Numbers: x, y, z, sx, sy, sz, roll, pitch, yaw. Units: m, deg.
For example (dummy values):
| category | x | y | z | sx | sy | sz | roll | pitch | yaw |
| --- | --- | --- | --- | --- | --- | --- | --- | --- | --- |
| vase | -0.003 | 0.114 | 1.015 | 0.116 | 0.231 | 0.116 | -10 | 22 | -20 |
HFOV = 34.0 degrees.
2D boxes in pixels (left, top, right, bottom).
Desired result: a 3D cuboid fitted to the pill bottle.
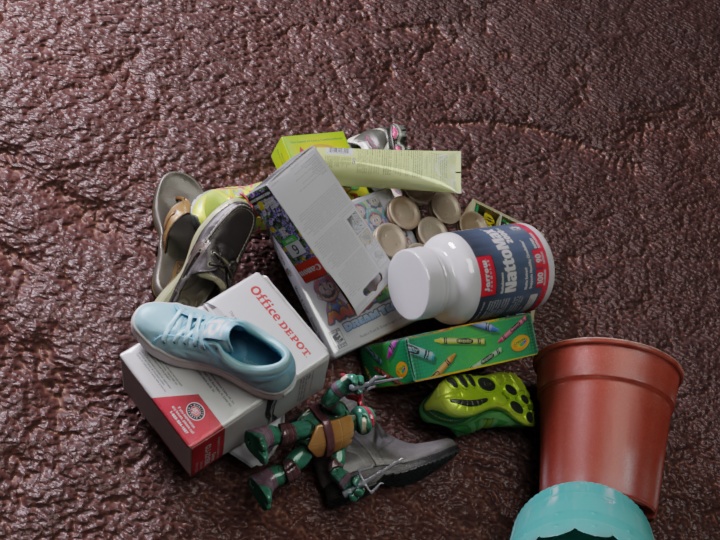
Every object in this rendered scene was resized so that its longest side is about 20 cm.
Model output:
| category | x | y | z | sx | sy | sz | roll | pitch | yaw |
| --- | --- | --- | --- | --- | --- | --- | --- | --- | --- |
| pill bottle | 0.141 | 0.007 | 1.521 | 0.199 | 0.120 | 0.120 | -9 | 65 | -33 |

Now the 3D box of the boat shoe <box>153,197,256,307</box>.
| category | x | y | z | sx | sy | sz | roll | pitch | yaw |
| --- | --- | --- | --- | --- | --- | --- | --- | --- | --- |
| boat shoe | -0.182 | 0.006 | 1.431 | 0.073 | 0.065 | 0.201 | 33 | 86 | -35 |

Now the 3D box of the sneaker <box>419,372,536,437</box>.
| category | x | y | z | sx | sy | sz | roll | pitch | yaw |
| --- | --- | --- | --- | --- | --- | --- | --- | --- | --- |
| sneaker | 0.154 | 0.175 | 1.542 | 0.199 | 0.083 | 0.075 | 13 | 57 | -41 |

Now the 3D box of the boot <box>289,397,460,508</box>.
| category | x | y | z | sx | sy | sz | roll | pitch | yaw |
| --- | --- | --- | --- | --- | --- | --- | --- | --- | --- |
| boot | 0.021 | 0.202 | 1.462 | 0.199 | 0.070 | 0.132 | -10 | 63 | -31 |

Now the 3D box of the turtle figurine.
| category | x | y | z | sx | sy | sz | roll | pitch | yaw |
| --- | --- | --- | --- | --- | --- | --- | --- | --- | --- |
| turtle figurine | -0.036 | 0.196 | 1.369 | 0.199 | 0.100 | 0.151 | -19 | 102 | -28 |

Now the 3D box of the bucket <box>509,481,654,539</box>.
| category | x | y | z | sx | sy | sz | roll | pitch | yaw |
| --- | --- | --- | --- | --- | --- | --- | --- | --- | --- |
| bucket | 0.262 | 0.360 | 1.388 | 0.207 | 0.208 | 0.135 | 34 | 21 | -3 |

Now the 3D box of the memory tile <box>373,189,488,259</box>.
| category | x | y | z | sx | sy | sz | roll | pitch | yaw |
| --- | --- | --- | --- | --- | --- | --- | --- | --- | --- |
| memory tile | 0.116 | -0.034 | 1.608 | 0.199 | 0.017 | 0.154 | 35 | 56 | -13 |

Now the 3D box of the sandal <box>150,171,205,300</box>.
| category | x | y | z | sx | sy | sz | roll | pitch | yaw |
| --- | --- | --- | --- | --- | --- | --- | --- | --- | --- |
| sandal | -0.228 | -0.045 | 1.502 | 0.081 | 0.055 | 0.201 | 15 | 55 | -17 |

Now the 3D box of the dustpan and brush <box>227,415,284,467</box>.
| category | x | y | z | sx | sy | sz | roll | pitch | yaw |
| --- | --- | --- | --- | --- | --- | --- | --- | --- | --- |
| dustpan and brush | -0.131 | 0.142 | 1.443 | 0.139 | 0.057 | 0.200 | 31 | 57 | 10 |

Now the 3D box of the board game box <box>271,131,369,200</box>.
| category | x | y | z | sx | sy | sz | roll | pitch | yaw |
| --- | --- | --- | --- | --- | --- | --- | --- | --- | --- |
| board game box | -0.040 | -0.094 | 1.631 | 0.101 | 0.048 | 0.201 | -9 | 65 | -30 |

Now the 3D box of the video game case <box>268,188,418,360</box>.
| category | x | y | z | sx | sy | sz | roll | pitch | yaw |
| --- | --- | --- | --- | --- | --- | --- | --- | --- | --- |
| video game case | 0.000 | 0.000 | 1.552 | 0.199 | 0.024 | 0.183 | -23 | 83 | -33 |

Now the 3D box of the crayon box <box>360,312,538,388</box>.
| category | x | y | z | sx | sy | sz | roll | pitch | yaw |
| --- | --- | --- | --- | --- | --- | --- | --- | --- | --- |
| crayon box | 0.115 | 0.105 | 1.531 | 0.199 | 0.119 | 0.059 | -9 | 85 | -31 |

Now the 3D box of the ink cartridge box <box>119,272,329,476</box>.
| category | x | y | z | sx | sy | sz | roll | pitch | yaw |
| --- | --- | --- | --- | --- | --- | --- | --- | --- | --- |
| ink cartridge box | -0.156 | 0.117 | 1.367 | 0.199 | 0.084 | 0.144 | -32 | 67 | -25 |

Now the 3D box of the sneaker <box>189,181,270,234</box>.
| category | x | y | z | sx | sy | sz | roll | pitch | yaw |
| --- | --- | --- | --- | --- | --- | --- | --- | --- | --- |
| sneaker | -0.135 | -0.084 | 1.517 | 0.199 | 0.090 | 0.079 | -19 | 88 | -50 |

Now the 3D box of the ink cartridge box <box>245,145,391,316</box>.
| category | x | y | z | sx | sy | sz | roll | pitch | yaw |
| --- | --- | --- | --- | --- | --- | --- | --- | --- | --- |
| ink cartridge box | -0.046 | -0.044 | 1.487 | 0.201 | 0.050 | 0.109 | 56 | 45 | -11 |

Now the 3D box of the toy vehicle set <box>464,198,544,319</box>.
| category | x | y | z | sx | sy | sz | roll | pitch | yaw |
| --- | --- | --- | --- | --- | --- | --- | --- | --- | --- |
| toy vehicle set | 0.196 | -0.002 | 1.691 | 0.124 | 0.027 | 0.201 | 24 | 48 | -11 |

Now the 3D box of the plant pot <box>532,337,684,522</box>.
| category | x | y | z | sx | sy | sz | roll | pitch | yaw |
| --- | --- | --- | --- | --- | --- | --- | --- | --- | --- |
| plant pot | 0.314 | 0.218 | 1.528 | 0.199 | 0.201 | 0.196 | 18 | 61 | -15 |

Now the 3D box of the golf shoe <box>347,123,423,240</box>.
| category | x | y | z | sx | sy | sz | roll | pitch | yaw |
| --- | --- | --- | --- | --- | --- | --- | --- | --- | --- |
| golf shoe | 0.038 | -0.114 | 1.679 | 0.087 | 0.077 | 0.201 | -8 | 60 | -8 |

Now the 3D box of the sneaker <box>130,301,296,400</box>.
| category | x | y | z | sx | sy | sz | roll | pitch | yaw |
| --- | --- | --- | --- | --- | --- | --- | --- | --- | --- |
| sneaker | -0.159 | 0.071 | 1.296 | 0.199 | 0.082 | 0.074 | 19 | 56 | 4 |

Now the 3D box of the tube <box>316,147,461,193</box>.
| category | x | y | z | sx | sy | sz | roll | pitch | yaw |
| --- | --- | --- | --- | --- | --- | --- | --- | --- | --- |
| tube | 0.038 | -0.135 | 1.589 | 0.198 | 0.052 | 0.059 | 2 | 93 | 1 |
